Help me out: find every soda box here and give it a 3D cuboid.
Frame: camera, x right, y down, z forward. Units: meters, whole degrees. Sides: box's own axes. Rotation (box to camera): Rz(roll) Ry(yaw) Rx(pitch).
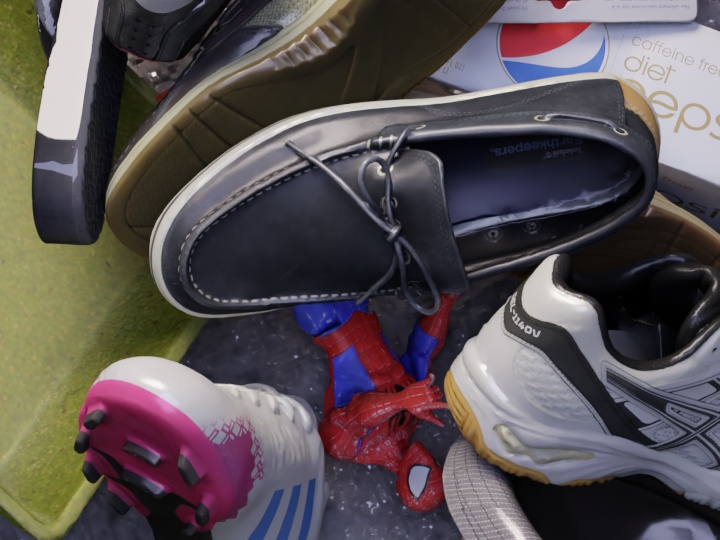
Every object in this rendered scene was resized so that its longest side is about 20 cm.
[{"bbox_3d":[0.104,-0.074,1.116,0.200,0.068,0.064,20,78,2],"label":"soda box"}]

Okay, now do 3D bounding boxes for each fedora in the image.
[{"bbox_3d":[0.112,0.132,1.057,0.200,0.177,0.090,11,123,-27],"label":"fedora"}]

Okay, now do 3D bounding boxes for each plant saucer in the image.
[{"bbox_3d":[-0.156,-0.019,1.058,0.200,0.048,0.200,44,49,-15],"label":"plant saucer"}]

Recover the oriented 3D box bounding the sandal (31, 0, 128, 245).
[{"bbox_3d":[-0.114,-0.107,1.059,0.043,0.076,0.200,4,63,6],"label":"sandal"}]

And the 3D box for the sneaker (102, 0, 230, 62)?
[{"bbox_3d":[-0.060,-0.152,1.059,0.079,0.095,0.200,19,38,1],"label":"sneaker"}]

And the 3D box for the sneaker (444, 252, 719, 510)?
[{"bbox_3d":[0.132,0.039,1.036,0.200,0.088,0.076,4,40,-36],"label":"sneaker"}]

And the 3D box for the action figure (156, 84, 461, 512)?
[{"bbox_3d":[0.000,0.000,1.083,0.065,0.099,0.200,-24,89,-42],"label":"action figure"}]

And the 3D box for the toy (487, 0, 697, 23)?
[{"bbox_3d":[0.073,-0.199,1.090,0.115,0.047,0.200,-2,92,-12],"label":"toy"}]

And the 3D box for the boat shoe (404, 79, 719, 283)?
[{"bbox_3d":[0.090,-0.018,1.095,0.200,0.065,0.071,34,109,-24],"label":"boat shoe"}]

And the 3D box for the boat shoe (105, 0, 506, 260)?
[{"bbox_3d":[-0.020,-0.084,1.041,0.201,0.066,0.072,-42,126,11],"label":"boat shoe"}]

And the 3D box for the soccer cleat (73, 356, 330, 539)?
[{"bbox_3d":[-0.055,0.067,1.032,0.070,0.200,0.086,25,67,19],"label":"soccer cleat"}]

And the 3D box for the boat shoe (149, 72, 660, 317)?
[{"bbox_3d":[0.018,-0.024,1.006,0.200,0.062,0.075,-14,117,-1],"label":"boat shoe"}]
